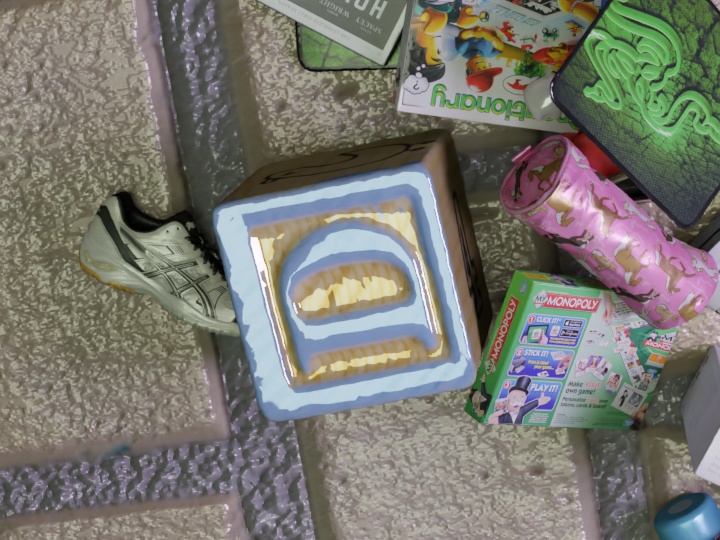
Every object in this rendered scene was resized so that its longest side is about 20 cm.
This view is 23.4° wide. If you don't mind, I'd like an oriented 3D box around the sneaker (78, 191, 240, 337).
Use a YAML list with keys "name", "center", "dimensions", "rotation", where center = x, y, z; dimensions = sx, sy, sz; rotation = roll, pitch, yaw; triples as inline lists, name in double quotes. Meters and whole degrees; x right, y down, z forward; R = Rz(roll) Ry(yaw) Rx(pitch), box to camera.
- name: "sneaker"
  center: [-0.160, -0.007, 1.599]
  dimensions: [0.200, 0.076, 0.088]
  rotation: [23, 105, 2]

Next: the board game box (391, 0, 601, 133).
- name: "board game box"
  center: [0.135, -0.190, 1.512]
  dimensions: [0.200, 0.035, 0.126]
  rotation: [6, 104, -8]

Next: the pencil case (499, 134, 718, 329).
- name: "pencil case"
  center: [0.209, -0.031, 1.452]
  dimensions: [0.200, 0.086, 0.083]
  rotation: [35, 72, -25]

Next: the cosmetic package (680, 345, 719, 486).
- name: "cosmetic package"
  center: [0.339, 0.137, 1.495]
  dimensions: [0.102, 0.200, 0.074]
  rotation: [25, 105, 2]

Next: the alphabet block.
- name: "alphabet block"
  center: [0.000, 0.000, 1.514]
  dimensions: [0.195, 0.200, 0.197]
  rotation: [-10, 101, 10]

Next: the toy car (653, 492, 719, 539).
- name: "toy car"
  center: [0.366, 0.291, 1.527]
  dimensions: [0.177, 0.200, 0.185]
  rotation: [-27, 97, 13]

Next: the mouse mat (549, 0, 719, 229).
- name: "mouse mat"
  center: [0.257, -0.149, 1.434]
  dimensions: [0.200, 0.008, 0.161]
  rotation: [40, 81, -28]

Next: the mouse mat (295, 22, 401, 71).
- name: "mouse mat"
  center: [0.039, -0.259, 1.541]
  dimensions: [0.200, 0.008, 0.161]
  rotation: [-1, 103, 7]

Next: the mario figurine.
- name: "mario figurine"
  center: [0.207, -0.177, 1.469]
  dimensions: [0.123, 0.106, 0.200]
  rotation: [11, 105, 6]

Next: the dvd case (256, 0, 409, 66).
- name: "dvd case"
  center: [0.001, -0.300, 1.513]
  dimensions: [0.150, 0.025, 0.200]
  rotation: [28, 104, 1]

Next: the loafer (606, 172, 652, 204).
- name: "loafer"
  center: [0.254, -0.080, 1.518]
  dimensions: [0.200, 0.063, 0.072]
  rotation: [-10, 138, 13]

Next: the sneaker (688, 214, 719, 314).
- name: "sneaker"
  center: [0.362, -0.039, 1.517]
  dimensions: [0.071, 0.073, 0.200]
  rotation: [35, 124, -14]

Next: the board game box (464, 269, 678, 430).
- name: "board game box"
  center: [0.193, 0.073, 1.524]
  dimensions: [0.200, 0.029, 0.135]
  rotation: [7, 108, -39]
